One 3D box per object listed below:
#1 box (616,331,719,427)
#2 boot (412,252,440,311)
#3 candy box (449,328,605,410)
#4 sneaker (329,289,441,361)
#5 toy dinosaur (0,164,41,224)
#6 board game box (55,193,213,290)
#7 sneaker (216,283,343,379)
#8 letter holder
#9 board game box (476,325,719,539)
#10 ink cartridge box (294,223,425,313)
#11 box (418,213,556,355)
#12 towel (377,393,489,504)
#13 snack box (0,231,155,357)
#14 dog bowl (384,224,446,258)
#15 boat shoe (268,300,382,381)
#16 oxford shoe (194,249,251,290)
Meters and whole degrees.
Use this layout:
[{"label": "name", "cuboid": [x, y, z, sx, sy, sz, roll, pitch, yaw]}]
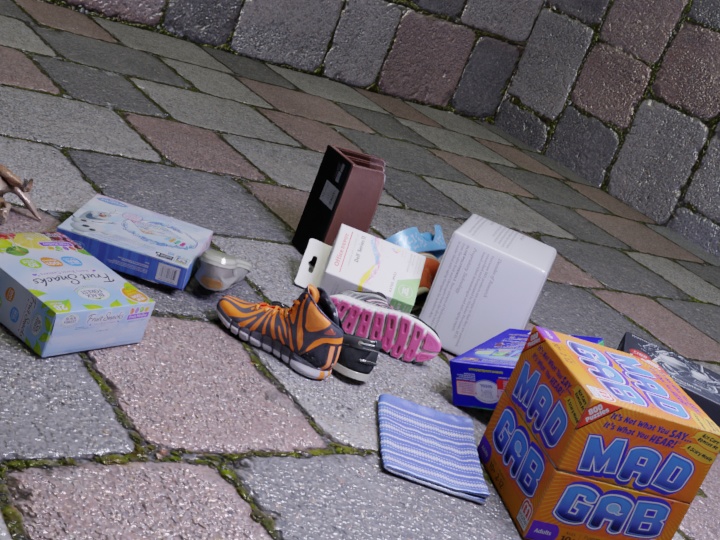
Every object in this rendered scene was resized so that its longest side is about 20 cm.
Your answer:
[{"label": "box", "cuboid": [0.525, 0.212, 1.840, 0.199, 0.105, 0.182, 26, 16, 9]}, {"label": "boot", "cuboid": [0.103, 0.028, 1.934, 0.107, 0.075, 0.199, 36, 30, 28]}, {"label": "candy box", "cuboid": [0.255, 0.151, 1.603, 0.168, 0.078, 0.199, 3, 14, 35]}, {"label": "sneaker", "cuboid": [0.038, 0.078, 1.686, 0.198, 0.074, 0.087, 20, 23, 7]}, {"label": "toy dinosaur", "cuboid": [-0.566, -0.136, 1.577, 0.199, 0.086, 0.135, 15, 11, -40]}, {"label": "board game box", "cuboid": [-0.341, -0.046, 1.626, 0.198, 0.044, 0.199, 18, 19, -2]}, {"label": "sneaker", "cuboid": [-0.106, 0.059, 1.503, 0.199, 0.113, 0.077, 27, 18, 16]}, {"label": "letter holder", "cuboid": [-0.016, -0.109, 1.959, 0.141, 0.201, 0.101, 10, 21, -35]}, {"label": "board game box", "cuboid": [0.300, 0.224, 1.371, 0.199, 0.201, 0.200, 16, 18, -18]}, {"label": "ink cartridge box", "cuboid": [0.000, 0.000, 1.803, 0.199, 0.067, 0.118, 21, 50, -4]}, {"label": "box", "cuboid": [0.218, 0.035, 1.824, 0.170, 0.201, 0.199, 23, 17, 10]}, {"label": "towel", "cuboid": [0.093, 0.228, 1.402, 0.144, 0.024, 0.200, 19, 18, -8]}, {"label": "snack box", "cuboid": [-0.388, 0.024, 1.340, 0.199, 0.068, 0.168, 33, 20, 26]}, {"label": "dog bowl", "cuboid": [0.096, -0.036, 2.047, 0.199, 0.111, 0.050, -7, 66, -58]}, {"label": "boat shoe", "cuboid": [-0.055, 0.088, 1.556, 0.199, 0.068, 0.072, 28, 13, 29]}, {"label": "oxford shoe", "cuboid": [-0.215, 0.002, 1.645, 0.075, 0.058, 0.200, 15, 2, 2]}]
